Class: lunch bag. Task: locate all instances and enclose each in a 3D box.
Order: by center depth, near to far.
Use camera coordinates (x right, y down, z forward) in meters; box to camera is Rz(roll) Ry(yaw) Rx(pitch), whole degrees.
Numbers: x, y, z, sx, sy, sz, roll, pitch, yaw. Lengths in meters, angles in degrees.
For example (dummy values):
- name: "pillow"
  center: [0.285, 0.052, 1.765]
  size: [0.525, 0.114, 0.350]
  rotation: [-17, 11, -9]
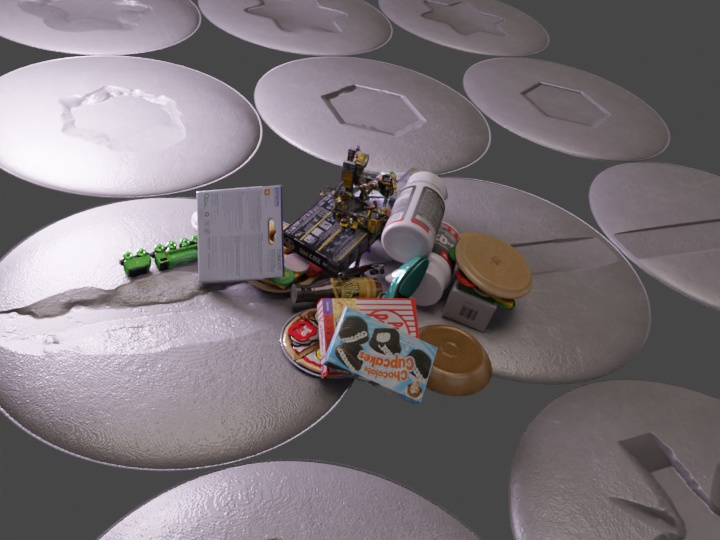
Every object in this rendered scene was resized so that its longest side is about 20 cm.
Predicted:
- name: "lunch bag"
  center: [0.101, -0.175, 1.791]
  size: [0.199, 0.128, 0.169]
  rotation: [6, 32, 34]

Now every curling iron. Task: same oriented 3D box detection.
- name: "curling iron"
  center: [0.000, 0.000, 1.600]
  size: [0.049, 0.026, 0.200]
  rotation: [-1, 2, 26]

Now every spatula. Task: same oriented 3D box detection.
- name: "spatula"
  center: [-0.005, -0.020, 1.696]
  size: [0.056, 0.021, 0.201]
  rotation: [24, 39, -15]

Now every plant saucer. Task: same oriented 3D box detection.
- name: "plant saucer"
  center: [0.184, 0.175, 1.501]
  size: [0.198, 0.036, 0.201]
  rotation: [8, 38, -6]

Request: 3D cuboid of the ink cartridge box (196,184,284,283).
- name: "ink cartridge box"
  center: [-0.251, -0.076, 1.529]
  size: [0.198, 0.198, 0.043]
  rotation: [-2, -5, 12]

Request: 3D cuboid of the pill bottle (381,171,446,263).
- name: "pill bottle"
  center: [0.125, -0.121, 1.589]
  size: [0.113, 0.114, 0.201]
  rotation: [18, 47, 6]

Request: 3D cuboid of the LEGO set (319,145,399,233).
- name: "LEGO set"
  center: [0.010, -0.190, 1.602]
  size: [0.153, 0.116, 0.201]
  rotation: [20, 47, 10]

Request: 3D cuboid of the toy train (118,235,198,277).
- name: "toy train"
  center: [-0.427, -0.030, 1.575]
  size: [0.199, 0.042, 0.057]
  rotation: [-16, 56, -32]

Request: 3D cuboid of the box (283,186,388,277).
- name: "box"
  center: [-0.055, -0.091, 1.616]
  size: [0.160, 0.049, 0.200]
  rotation: [28, 51, 21]

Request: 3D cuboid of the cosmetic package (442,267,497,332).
- name: "cosmetic package"
  center: [0.267, 0.035, 1.655]
  size: [0.107, 0.085, 0.201]
  rotation: [22, 40, 4]

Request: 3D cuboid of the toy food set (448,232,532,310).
- name: "toy food set"
  center: [0.291, -0.006, 1.604]
  size: [0.199, 0.049, 0.198]
  rotation: [33, 40, 6]

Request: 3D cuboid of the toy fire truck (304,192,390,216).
- name: "toy fire truck"
  center: [-0.032, -0.116, 1.720]
  size: [0.199, 0.049, 0.142]
  rotation: [-32, 71, 7]

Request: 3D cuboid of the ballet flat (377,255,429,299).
- name: "ballet flat"
  center: [0.072, 0.047, 1.524]
  size: [0.070, 0.201, 0.067]
  rotation: [27, -1, 34]

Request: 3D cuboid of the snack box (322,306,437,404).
- name: "snack box"
  center: [0.039, 0.164, 1.373]
  size: [0.199, 0.037, 0.117]
  rotation: [25, 66, -9]

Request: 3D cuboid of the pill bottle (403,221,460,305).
- name: "pill bottle"
  center: [0.162, -0.017, 1.654]
  size: [0.113, 0.115, 0.201]
  rotation: [18, 39, 6]

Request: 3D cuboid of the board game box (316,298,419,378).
- name: "board game box"
  center: [0.018, 0.133, 1.424]
  size: [0.198, 0.046, 0.153]
  rotation: [0, 71, -18]

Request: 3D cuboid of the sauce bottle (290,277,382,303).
- name: "sauce bottle"
  center: [-0.051, 0.049, 1.555]
  size: [0.198, 0.066, 0.066]
  rotation: [-3, 41, -26]

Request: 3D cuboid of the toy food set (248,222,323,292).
- name: "toy food set"
  center: [-0.182, -0.024, 1.616]
  size: [0.197, 0.049, 0.200]
  rotation: [28, 40, 18]

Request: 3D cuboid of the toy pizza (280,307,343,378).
- name: "toy pizza"
  center: [-0.065, 0.140, 1.474]
  size: [0.198, 0.032, 0.201]
  rotation: [8, 39, -6]

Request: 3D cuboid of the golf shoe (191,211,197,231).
- name: "golf shoe"
  center: [-0.323, -0.118, 1.639]
  size: [0.075, 0.092, 0.199]
  rotation: [-8, 22, -40]
